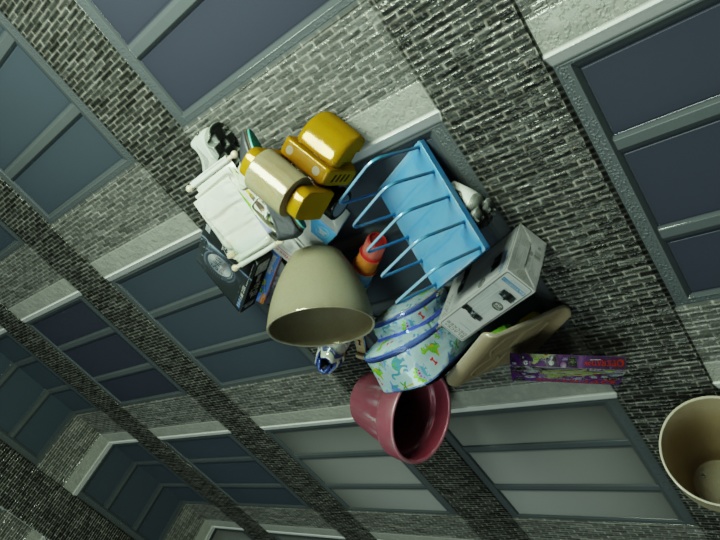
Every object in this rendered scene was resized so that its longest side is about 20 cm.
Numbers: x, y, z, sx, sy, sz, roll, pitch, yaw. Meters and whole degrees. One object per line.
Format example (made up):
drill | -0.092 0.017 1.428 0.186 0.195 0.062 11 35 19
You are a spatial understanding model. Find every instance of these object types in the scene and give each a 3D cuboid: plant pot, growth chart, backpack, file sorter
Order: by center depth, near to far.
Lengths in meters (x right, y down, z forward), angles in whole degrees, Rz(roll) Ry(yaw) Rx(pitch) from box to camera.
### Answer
file sorter | 0.075 -0.072 0.966 0.203 0.121 0.139 60 141 12
plant pot | 0.648 0.357 1.117 0.184 0.190 0.201 0 147 30
growth chart | -0.225 -0.105 1.127 0.142 0.018 0.202 -22 113 17
backpack | 0.102 0.130 1.165 0.182 0.199 0.149 -26 98 46
plant pot | 0.077 0.309 1.391 0.177 0.201 0.202 6 138 48

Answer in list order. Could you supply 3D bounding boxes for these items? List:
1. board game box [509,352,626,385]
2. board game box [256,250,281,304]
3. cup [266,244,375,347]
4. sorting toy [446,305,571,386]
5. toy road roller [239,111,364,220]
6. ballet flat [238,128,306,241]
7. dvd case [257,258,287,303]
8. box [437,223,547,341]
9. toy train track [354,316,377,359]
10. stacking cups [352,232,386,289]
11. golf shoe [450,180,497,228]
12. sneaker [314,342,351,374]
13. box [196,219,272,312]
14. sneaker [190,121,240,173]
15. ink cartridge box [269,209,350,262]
board game box | 0.375 0.181 1.131 0.195 0.033 0.120 0 162 17
board game box | -0.230 -0.009 1.332 0.102 0.020 0.201 32 141 1
cup | -0.076 0.040 1.140 0.195 0.146 0.201 -4 154 -2
sorting toy | 0.264 0.133 1.122 0.037 0.196 0.186 62 149 27
toy road roller | -0.078 -0.171 0.972 0.122 0.199 0.148 38 112 16
ballet flat | -0.168 -0.138 1.055 0.072 0.073 0.203 -21 102 43
dvd case | -0.216 -0.002 1.360 0.146 0.016 0.202 -2 131 33
box | 0.221 0.025 1.050 0.060 0.118 0.200 34 141 -7
toy train track | -0.010 0.140 1.373 0.112 0.033 0.202 11 138 21
stacking cups | 0.000 0.000 1.209 0.060 0.061 0.202 26 136 3
golf shoe | 0.154 -0.070 1.039 0.094 0.077 0.201 43 143 16
sneaker | -0.078 0.198 1.414 0.074 0.089 0.201 30 152 7
box | -0.265 -0.028 1.278 0.161 0.043 0.201 48 143 11
sneaker | -0.244 -0.174 1.158 0.087 0.074 0.203 -11 117 38
ink cartridge box | -0.122 -0.079 1.183 0.115 0.067 0.200 38 140 -11
